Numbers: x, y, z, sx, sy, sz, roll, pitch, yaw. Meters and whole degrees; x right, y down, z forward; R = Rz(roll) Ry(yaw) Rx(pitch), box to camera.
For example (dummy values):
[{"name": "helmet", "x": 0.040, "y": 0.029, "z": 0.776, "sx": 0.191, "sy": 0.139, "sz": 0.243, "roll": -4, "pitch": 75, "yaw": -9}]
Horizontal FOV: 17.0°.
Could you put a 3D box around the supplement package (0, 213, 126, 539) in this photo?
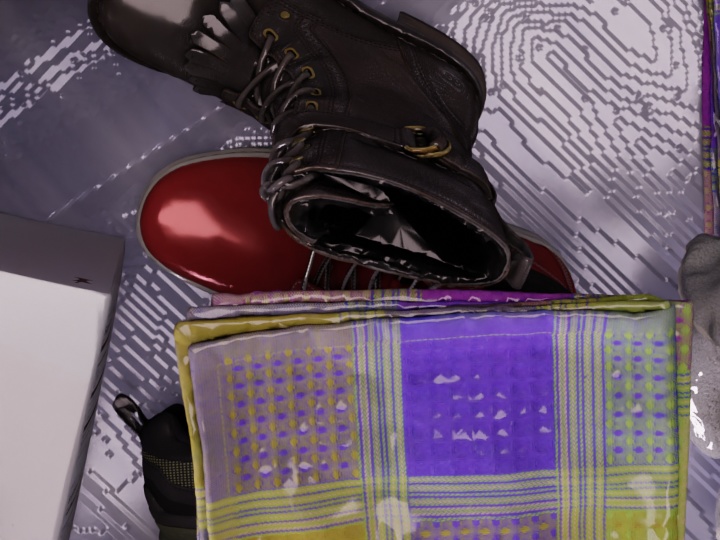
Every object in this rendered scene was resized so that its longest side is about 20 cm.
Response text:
[{"name": "supplement package", "x": -0.212, "y": 0.073, "z": 1.021, "sx": 0.190, "sy": 0.147, "sz": 0.201, "roll": 13, "pitch": 99, "yaw": -4}]

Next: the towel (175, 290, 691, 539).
[{"name": "towel", "x": 0.029, "y": 0.078, "z": 0.943, "sx": 0.199, "sy": 0.023, "sz": 0.144, "roll": -1, "pitch": 108, "yaw": 0}]

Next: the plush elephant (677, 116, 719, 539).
[{"name": "plush elephant", "x": 0.207, "y": 0.023, "z": 1.004, "sx": 0.164, "sy": 0.155, "sz": 0.201, "roll": -21, "pitch": 100, "yaw": 2}]

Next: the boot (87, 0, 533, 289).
[{"name": "boot", "x": -0.024, "y": -0.065, "z": 0.988, "sx": 0.199, "sy": 0.174, "sz": 0.070, "roll": 16, "pitch": 116, "yaw": -6}]

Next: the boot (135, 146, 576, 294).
[{"name": "boot", "x": 0.000, "y": 0.000, "z": 1.021, "sx": 0.199, "sy": 0.144, "sz": 0.073, "roll": 13, "pitch": 100, "yaw": -3}]

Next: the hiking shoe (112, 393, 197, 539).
[{"name": "hiking shoe", "x": -0.007, "y": 0.066, "z": 1.065, "sx": 0.199, "sy": 0.076, "sz": 0.101, "roll": -19, "pitch": 103, "yaw": 2}]

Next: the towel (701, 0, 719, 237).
[{"name": "towel", "x": 0.225, "y": -0.073, "z": 1.080, "sx": 0.143, "sy": 0.023, "sz": 0.201, "roll": -3, "pitch": 100, "yaw": -1}]
